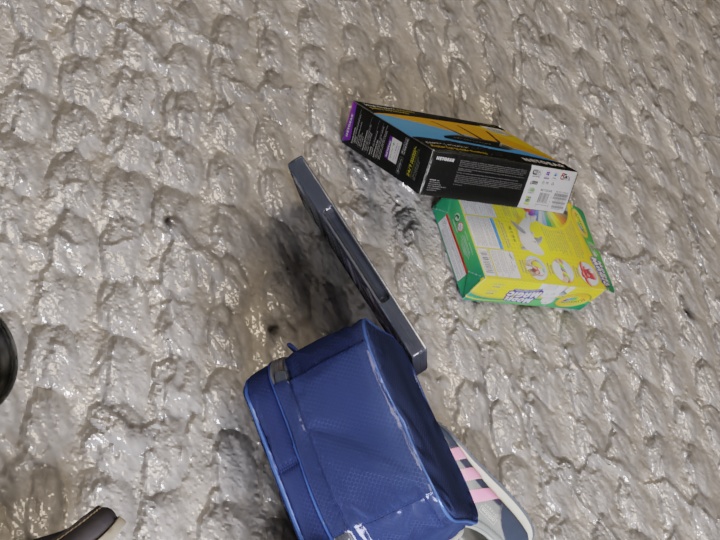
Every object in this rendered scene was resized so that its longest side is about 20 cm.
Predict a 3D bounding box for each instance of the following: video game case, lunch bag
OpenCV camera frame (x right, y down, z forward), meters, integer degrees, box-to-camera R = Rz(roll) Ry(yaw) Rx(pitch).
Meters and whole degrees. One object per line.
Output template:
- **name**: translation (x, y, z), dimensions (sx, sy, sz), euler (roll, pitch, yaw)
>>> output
- **video game case**: translation (0.000, 0.000, 1.180), dimensions (0.019, 0.143, 0.201), euler (-33, 79, -3)
- **lunch bag**: translation (-0.010, 0.141, 1.040), dimensions (0.201, 0.132, 0.136), euler (65, 11, 22)

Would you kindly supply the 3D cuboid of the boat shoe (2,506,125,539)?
- **boat shoe**: translation (-0.241, 0.200, 0.857), dimensions (0.199, 0.073, 0.063), euler (-32, 82, -43)

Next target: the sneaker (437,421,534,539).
- **sneaker**: translation (0.065, 0.192, 1.120), dimensions (0.200, 0.070, 0.082), euler (41, 40, -5)

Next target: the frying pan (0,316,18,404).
- **frying pan**: translation (-0.337, 0.055, 0.927), dimensions (0.189, 0.031, 0.116), euler (13, 52, -28)

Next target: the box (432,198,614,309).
- **box**: translation (0.178, -0.022, 1.391), dimensions (0.199, 0.048, 0.118), euler (5, 56, -34)

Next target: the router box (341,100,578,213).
- **router box**: translation (0.101, -0.116, 1.343), dimensions (0.199, 0.051, 0.149), euler (5, 22, -37)
